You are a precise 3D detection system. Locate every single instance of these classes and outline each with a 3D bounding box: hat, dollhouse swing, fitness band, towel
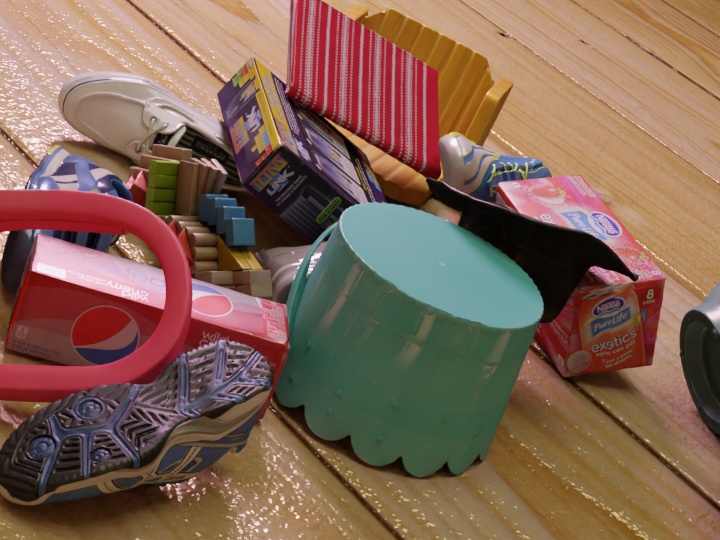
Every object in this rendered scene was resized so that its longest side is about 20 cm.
[{"bbox_3d":[0.132,-0.005,1.398,0.199,0.082,0.201,25,-3,1],"label":"hat"},{"bbox_3d":[0.034,-0.180,1.735,0.198,0.183,0.176,28,4,8],"label":"dollhouse swing"},{"bbox_3d":[-0.213,0.018,1.117,0.197,0.037,0.145,2,70,-2],"label":"fitness band"},{"bbox_3d":[0.005,-0.183,1.638,0.199,0.022,0.146,27,46,-32],"label":"towel"}]

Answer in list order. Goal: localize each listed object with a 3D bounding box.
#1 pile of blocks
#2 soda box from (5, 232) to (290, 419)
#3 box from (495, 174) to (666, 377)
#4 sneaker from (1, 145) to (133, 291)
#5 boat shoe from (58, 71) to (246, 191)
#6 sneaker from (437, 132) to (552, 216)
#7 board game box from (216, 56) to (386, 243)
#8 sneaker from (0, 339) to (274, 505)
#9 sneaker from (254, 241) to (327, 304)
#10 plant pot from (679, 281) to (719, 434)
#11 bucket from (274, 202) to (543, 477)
[{"bbox_3d":[-0.145,-0.045,1.377,0.062,0.083,0.200,0,34,-43],"label":"pile of blocks"},{"bbox_3d":[-0.154,0.042,1.204,0.198,0.071,0.064,17,24,-14],"label":"soda box"},{"bbox_3d":[0.201,0.002,1.555,0.094,0.101,0.200,-7,33,-16],"label":"box"},{"bbox_3d":[-0.230,-0.039,1.299,0.081,0.074,0.200,23,25,-7],"label":"sneaker"},{"bbox_3d":[-0.182,-0.128,1.523,0.198,0.074,0.067,15,22,-22],"label":"boat shoe"},{"bbox_3d":[0.138,-0.100,1.650,0.104,0.077,0.200,-11,-9,8],"label":"sneaker"},{"bbox_3d":[-0.049,-0.094,1.532,0.165,0.057,0.201,38,16,-27],"label":"board game box"},{"bbox_3d":[-0.143,0.116,1.070,0.198,0.078,0.076,-17,47,-31],"label":"sneaker"},{"bbox_3d":[0.000,0.000,1.427,0.198,0.075,0.082,5,32,-36],"label":"sneaker"},{"bbox_3d":[0.376,0.078,1.512,0.133,0.202,0.201,-12,34,-11],"label":"plant pot"},{"bbox_3d":[0.038,0.048,1.290,0.205,0.136,0.208,21,23,-10],"label":"bucket"}]
